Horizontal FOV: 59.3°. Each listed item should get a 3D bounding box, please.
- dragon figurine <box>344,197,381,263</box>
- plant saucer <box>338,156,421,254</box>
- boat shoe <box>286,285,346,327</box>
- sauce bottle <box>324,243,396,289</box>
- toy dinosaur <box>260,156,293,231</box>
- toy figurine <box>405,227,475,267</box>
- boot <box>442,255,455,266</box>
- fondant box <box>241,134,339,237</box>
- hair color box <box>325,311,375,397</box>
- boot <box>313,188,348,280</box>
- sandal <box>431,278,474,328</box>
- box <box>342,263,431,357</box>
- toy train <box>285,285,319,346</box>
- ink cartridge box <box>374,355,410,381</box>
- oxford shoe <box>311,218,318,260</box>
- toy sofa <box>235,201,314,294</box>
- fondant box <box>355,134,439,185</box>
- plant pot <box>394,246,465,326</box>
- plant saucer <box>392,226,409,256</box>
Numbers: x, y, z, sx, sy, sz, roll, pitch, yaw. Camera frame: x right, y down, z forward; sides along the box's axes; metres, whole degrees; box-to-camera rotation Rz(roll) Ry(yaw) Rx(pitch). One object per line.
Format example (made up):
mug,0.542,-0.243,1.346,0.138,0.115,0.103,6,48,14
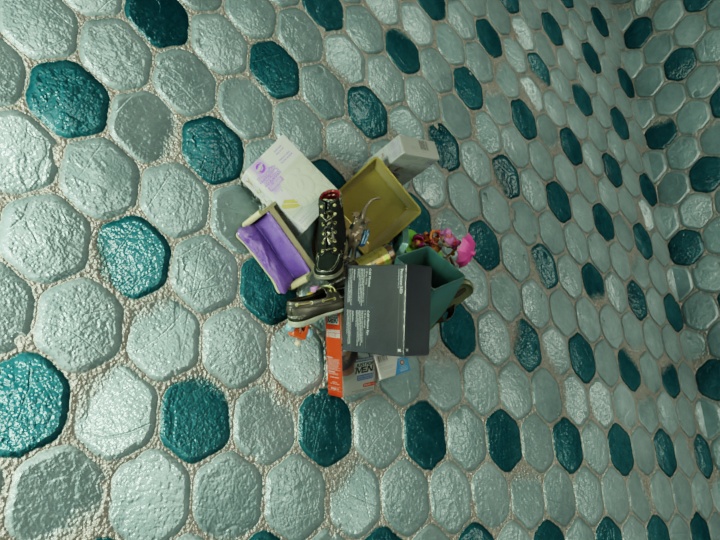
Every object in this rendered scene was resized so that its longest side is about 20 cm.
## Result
dragon figurine,-0.007,-0.100,1.658,0.058,0.100,0.203,19,67,5
plant saucer,0.030,-0.171,1.707,0.200,0.199,0.049,47,7,-16
boat shoe,-0.085,0.070,1.465,0.199,0.071,0.062,-22,114,-37
sauce bottle,0.000,0.000,1.606,0.198,0.065,0.066,-29,92,-21
toy dinosaur,-0.191,-0.195,1.592,0.100,0.058,0.203,-25,87,-28
toy figurine,0.240,-0.066,1.817,0.201,0.183,0.151,49,48,-14
boot,0.190,-0.004,1.769,0.201,0.145,0.071,55,29,-17
fondant box,-0.169,-0.206,1.541,0.200,0.058,0.145,44,64,-6
hair color box,-0.023,0.194,1.530,0.110,0.063,0.205,-4,91,-41
boot,-0.075,-0.085,1.471,0.205,0.072,0.156,-74,161,-60
sandal,0.231,0.101,1.744,0.079,0.201,0.058,34,24,-31
box,0.060,0.089,1.438,0.103,0.180,0.205,5,87,-49
toy train,-0.099,0.121,1.540,0.198,0.055,0.153,21,77,-40
ink cartridge box,0.044,0.176,1.628,0.115,0.067,0.204,-8,79,-43
oxford shoe,-0.080,-0.087,1.613,0.069,0.074,0.204,1,80,-38
toy sofa,-0.195,-0.050,1.498,0.201,0.082,0.098,55,46,-10
fondant box,0.100,-0.294,1.761,0.142,0.199,0.059,0,68,-40
plant pot,0.153,0.070,1.667,0.140,0.203,0.141,-17,47,-44
plant saucer,0.108,-0.084,1.730,0.019,0.071,0.201,28,22,-9
